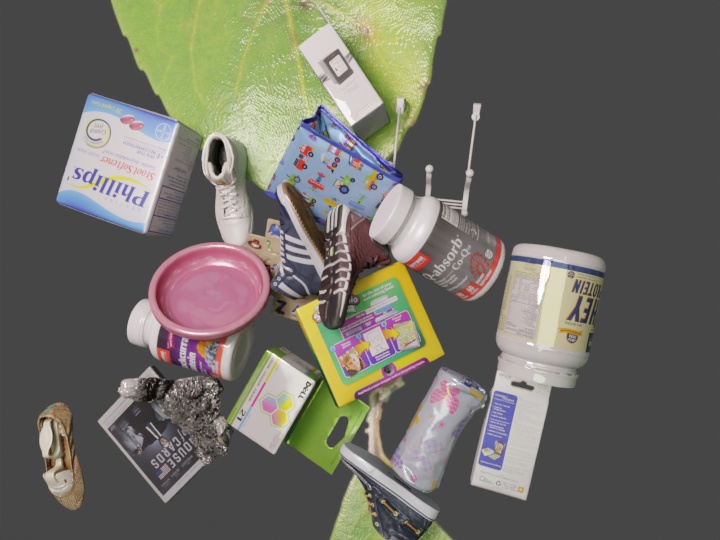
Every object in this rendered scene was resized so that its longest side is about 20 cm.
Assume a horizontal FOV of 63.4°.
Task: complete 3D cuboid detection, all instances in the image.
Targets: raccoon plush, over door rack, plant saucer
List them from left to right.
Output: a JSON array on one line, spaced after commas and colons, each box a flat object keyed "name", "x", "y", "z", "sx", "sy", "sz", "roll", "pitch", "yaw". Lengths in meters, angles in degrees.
[{"name": "raccoon plush", "x": -0.309, "y": 0.260, "z": 0.988, "sx": 0.197, "sy": 0.097, "sz": 0.136, "roll": 4, "pitch": 59, "yaw": -28}, {"name": "plant saucer", "x": -0.250, "y": 0.040, "z": 0.978, "sx": 0.197, "sy": 0.051, "sz": 0.202, "roll": 3, "pitch": 47, "yaw": -3}, {"name": "over door rack", "x": 0.120, "y": -0.194, "z": 0.983, "sx": 0.145, "sy": 0.067, "sz": 0.203, "roll": 7, "pitch": 90, "yaw": 8}]

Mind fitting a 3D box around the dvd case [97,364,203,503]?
[{"name": "dvd case", "x": -0.368, "y": 0.299, "z": 1.070, "sx": 0.150, "sy": 0.025, "sz": 0.200, "roll": -45, "pitch": 83, "yaw": 6}]

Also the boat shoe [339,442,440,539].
[{"name": "boat shoe", "x": 0.031, "y": 0.383, "z": 0.985, "sx": 0.199, "sy": 0.071, "sz": 0.091, "roll": 35, "pitch": 90, "yaw": 5}]

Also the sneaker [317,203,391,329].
[{"name": "sneaker", "x": 0.000, "y": 0.000, "z": 0.928, "sx": 0.114, "sy": 0.075, "sz": 0.203, "roll": 14, "pitch": 72, "yaw": -30}]

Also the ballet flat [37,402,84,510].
[{"name": "ballet flat", "x": -0.562, "y": 0.350, "z": 1.077, "sx": 0.069, "sy": 0.065, "sz": 0.203, "roll": -13, "pitch": 88, "yaw": 8}]

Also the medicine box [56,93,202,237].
[{"name": "medicine box", "x": -0.410, "y": -0.183, "z": 1.043, "sx": 0.180, "sy": 0.103, "sz": 0.203, "roll": 18, "pitch": 91, "yaw": 8}]

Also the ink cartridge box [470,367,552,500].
[{"name": "ink cartridge box", "x": 0.251, "y": 0.270, "z": 0.974, "sx": 0.093, "sy": 0.037, "sz": 0.203, "roll": 13, "pitch": 94, "yaw": 9}]

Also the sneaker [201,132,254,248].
[{"name": "sneaker", "x": -0.235, "y": -0.135, "z": 1.011, "sx": 0.072, "sy": 0.116, "sz": 0.203, "roll": -6, "pitch": 90, "yaw": 6}]

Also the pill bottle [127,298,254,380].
[{"name": "pill bottle", "x": -0.296, "y": 0.113, "z": 1.018, "sx": 0.197, "sy": 0.111, "sz": 0.113, "roll": 14, "pitch": 91, "yaw": 9}]

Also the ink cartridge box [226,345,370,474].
[{"name": "ink cartridge box", "x": -0.104, "y": 0.246, "z": 1.005, "sx": 0.198, "sy": 0.076, "sz": 0.149, "roll": 31, "pitch": 94, "yaw": 9}]

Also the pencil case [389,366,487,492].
[{"name": "pencil case", "x": 0.129, "y": 0.262, "z": 0.968, "sx": 0.090, "sy": 0.083, "sz": 0.202, "roll": 29, "pitch": 94, "yaw": -1}]

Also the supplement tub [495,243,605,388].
[{"name": "supplement tub", "x": 0.293, "y": 0.069, "z": 0.915, "sx": 0.143, "sy": 0.145, "sz": 0.203, "roll": 11, "pitch": 91, "yaw": 8}]

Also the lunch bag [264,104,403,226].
[{"name": "lunch bag", "x": -0.033, "y": -0.144, "z": 0.968, "sx": 0.199, "sy": 0.094, "sz": 0.151, "roll": 35, "pitch": 127, "yaw": -3}]

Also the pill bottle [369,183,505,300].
[{"name": "pill bottle", "x": 0.120, "y": -0.045, "z": 0.926, "sx": 0.198, "sy": 0.116, "sz": 0.117, "roll": 29, "pitch": 93, "yaw": -15}]

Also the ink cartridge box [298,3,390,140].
[{"name": "ink cartridge box", "x": -0.034, "y": -0.328, "z": 0.983, "sx": 0.066, "sy": 0.116, "sz": 0.201, "roll": -34, "pitch": 84, "yaw": 7}]

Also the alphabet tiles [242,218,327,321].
[{"name": "alphabet tiles", "x": -0.114, "y": 0.005, "z": 1.028, "sx": 0.197, "sy": 0.008, "sz": 0.170, "roll": 14, "pitch": 104, "yaw": 9}]

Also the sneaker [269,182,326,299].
[{"name": "sneaker", "x": -0.118, "y": -0.039, "z": 0.964, "sx": 0.107, "sy": 0.070, "sz": 0.202, "roll": -20, "pitch": 114, "yaw": 16}]

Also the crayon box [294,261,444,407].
[{"name": "crayon box", "x": 0.014, "y": 0.104, "z": 0.974, "sx": 0.198, "sy": 0.058, "sz": 0.174, "roll": -24, "pitch": 84, "yaw": -11}]
